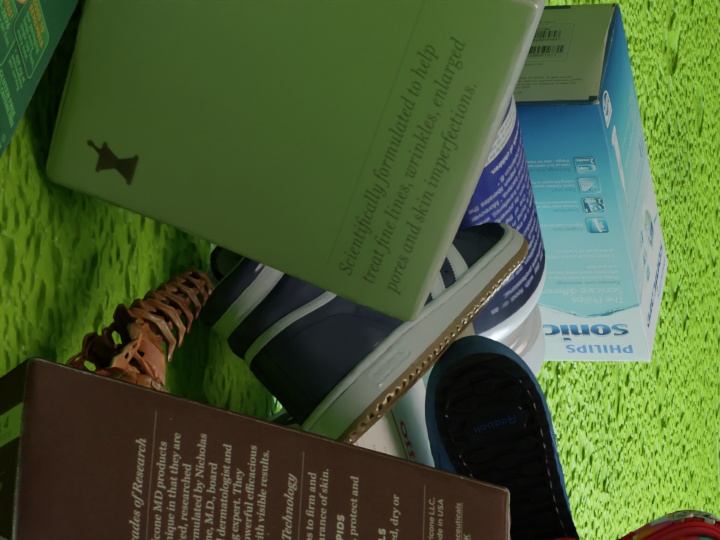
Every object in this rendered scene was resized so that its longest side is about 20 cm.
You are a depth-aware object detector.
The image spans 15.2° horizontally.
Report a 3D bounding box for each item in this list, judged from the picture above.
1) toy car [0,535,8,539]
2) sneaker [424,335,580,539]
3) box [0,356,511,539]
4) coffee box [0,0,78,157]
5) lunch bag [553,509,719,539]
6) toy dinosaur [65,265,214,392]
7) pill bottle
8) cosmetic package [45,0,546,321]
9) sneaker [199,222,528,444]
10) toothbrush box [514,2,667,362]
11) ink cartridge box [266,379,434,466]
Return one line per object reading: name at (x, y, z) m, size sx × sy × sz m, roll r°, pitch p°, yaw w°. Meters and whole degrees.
toy car at (-0.115, 0.151, 0.864) m, size 0.201 × 0.163 × 0.158 m, roll 61°, pitch 31°, yaw -34°
sneaker at (0.075, 0.130, 1.317) m, size 0.078 × 0.065 × 0.201 m, roll -112°, pitch -169°, yaw -86°
box at (-0.054, 0.099, 0.950) m, size 0.199 × 0.100 × 0.075 m, roll 19°, pitch 61°, yaw -28°
coffee box at (-0.133, -0.144, 0.970) m, size 0.201 × 0.044 × 0.123 m, roll -72°, pitch 156°, yaw -44°
lunch bag at (0.114, 0.204, 1.251) m, size 0.177 × 0.199 × 0.082 m, roll 57°, pitch 2°, yaw -2°
toy dinosaur at (-0.089, 0.080, 1.041) m, size 0.200 × 0.102 × 0.136 m, roll -54°, pitch 127°, yaw -24°
pill bottle at (0.034, -0.027, 1.389) m, size 0.116 × 0.115 × 0.201 m, roll -72°, pitch 154°, yaw -46°
cosmetic package at (-0.008, -0.121, 1.090) m, size 0.200 × 0.164 × 0.165 m, roll -68°, pitch 178°, yaw -51°
sneaker at (0.000, 0.000, 1.251) m, size 0.070 × 0.108 × 0.200 m, roll -51°, pitch 175°, yaw 35°
toothbrush box at (0.084, -0.045, 1.502) m, size 0.086 × 0.145 × 0.201 m, roll -73°, pitch 155°, yaw -44°
ink cartridge box at (-0.012, 0.124, 1.281) m, size 0.200 × 0.067 × 0.118 m, roll -27°, pitch 101°, yaw -70°
